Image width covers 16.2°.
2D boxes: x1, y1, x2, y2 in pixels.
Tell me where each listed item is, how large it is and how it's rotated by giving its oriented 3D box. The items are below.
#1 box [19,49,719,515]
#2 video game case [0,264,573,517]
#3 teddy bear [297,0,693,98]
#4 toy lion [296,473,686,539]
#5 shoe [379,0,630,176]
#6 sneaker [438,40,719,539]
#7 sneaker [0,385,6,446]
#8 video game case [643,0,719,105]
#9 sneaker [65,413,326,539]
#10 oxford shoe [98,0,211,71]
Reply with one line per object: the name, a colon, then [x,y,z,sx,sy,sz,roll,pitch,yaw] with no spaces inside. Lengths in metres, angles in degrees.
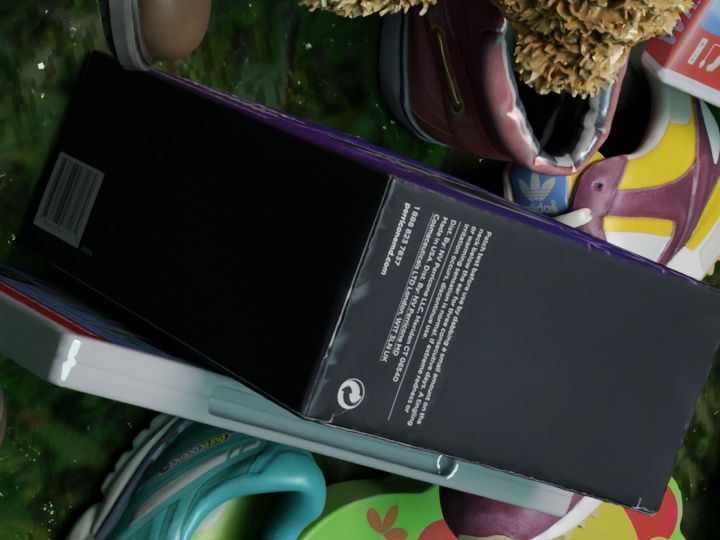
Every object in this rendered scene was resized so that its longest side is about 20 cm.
box: [0.000,0.000,0.817,0.141,0.200,0.079,21,93,-35]
video game case: [-0.044,0.034,0.834,0.199,0.143,0.018,18,93,-34]
teddy bear: [0.032,-0.137,0.817,0.146,0.199,0.067,-65,160,-14]
toy lion: [0.036,0.134,0.970,0.199,0.068,0.193,20,87,-34]
shoe: [0.054,-0.135,0.875,0.071,0.091,0.202,-7,108,-30]
sneaker: [0.071,0.005,0.919,0.090,0.075,0.201,55,50,-36]
sneaker: [-0.178,0.117,0.835,0.200,0.070,0.076,-51,142,-5]
video game case: [0.203,-0.131,0.877,0.142,0.017,0.201,19,112,-35]
sneaker: [-0.081,0.134,0.880,0.077,0.080,0.201,31,88,-35]
oxford shoe: [-0.029,-0.153,0.764,0.084,0.073,0.201,16,89,6]
